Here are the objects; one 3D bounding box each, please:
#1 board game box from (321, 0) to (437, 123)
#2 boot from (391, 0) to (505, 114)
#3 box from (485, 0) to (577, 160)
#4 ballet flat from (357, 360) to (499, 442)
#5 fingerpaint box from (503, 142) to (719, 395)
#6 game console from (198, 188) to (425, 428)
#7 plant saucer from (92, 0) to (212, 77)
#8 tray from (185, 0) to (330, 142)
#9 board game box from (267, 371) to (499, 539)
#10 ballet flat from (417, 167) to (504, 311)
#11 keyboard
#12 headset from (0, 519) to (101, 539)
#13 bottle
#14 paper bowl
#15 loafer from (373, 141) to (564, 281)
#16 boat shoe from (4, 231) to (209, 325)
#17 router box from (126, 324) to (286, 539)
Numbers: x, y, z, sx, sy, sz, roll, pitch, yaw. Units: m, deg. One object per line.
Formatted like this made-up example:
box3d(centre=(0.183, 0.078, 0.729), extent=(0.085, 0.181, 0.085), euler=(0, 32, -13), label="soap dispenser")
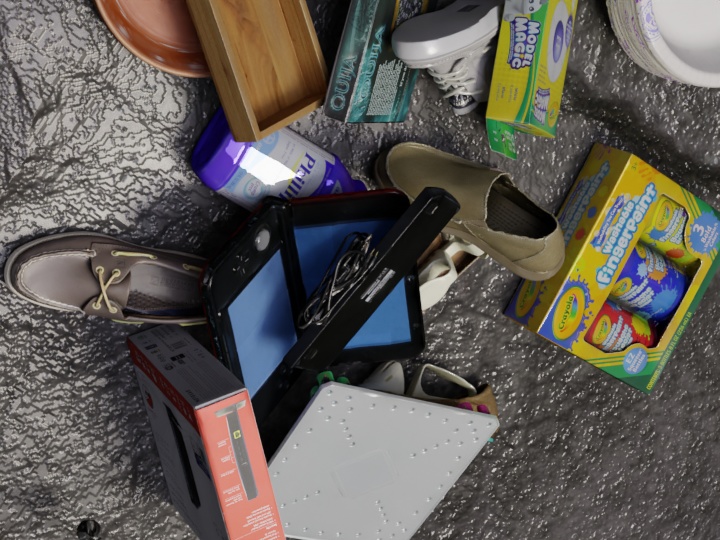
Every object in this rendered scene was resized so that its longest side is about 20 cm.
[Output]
box3d(centre=(0.029, -0.229, 1.276), extent=(0.135, 0.028, 0.202), euler=(-13, 121, -65), label="board game box")
box3d(centre=(0.091, -0.185, 1.303), extent=(0.200, 0.073, 0.096), euler=(-34, 126, -54), label="boot")
box3d(centre=(0.159, -0.203, 1.336), extent=(0.117, 0.048, 0.202), euler=(1, 100, -71), label="box")
box3d(centre=(0.051, 0.127, 1.422), extent=(0.198, 0.068, 0.073), euler=(7, 81, -26), label="ballet flat")
box3d(centre=(0.267, 0.000, 1.475), extent=(0.166, 0.073, 0.201), euler=(29, 91, -28), label="fingerpaint box")
box3d(centre=(-0.038, 0.041, 1.283), extent=(0.173, 0.118, 0.201), euler=(-51, 145, -39), label="game console")
box3d(centre=(-0.139, -0.267, 1.240), extent=(0.199, 0.032, 0.202), euler=(-6, 105, -23), label="plant saucer")
box3d(centre=(-0.094, -0.219, 1.215), extent=(0.098, 0.037, 0.201), euler=(-33, 113, -37), label="tray")
box3d(centre=(0.001, 0.184, 1.377), extent=(0.199, 0.026, 0.201), euler=(14, 125, -30), label="board game box")
box3d(centre=(0.086, -0.015, 1.391), extent=(0.200, 0.067, 0.068), euler=(-48, 118, -6), label="ballet flat")
box3d(centre=(0.000, 0.000, 1.254), extent=(0.200, 0.040, 0.104), euler=(-51, 158, 6), label="keyboard")
box3d(centre=(-0.305, 0.293, 1.279), extent=(0.200, 0.094, 0.124), euler=(-42, 118, 3), label="headset")
box3d(centre=(-0.054, -0.075, 1.311), extent=(0.199, 0.065, 0.084), euler=(30, 96, -28), label="bottle")
box3d(centre=(0.326, -0.284, 1.409), extent=(0.199, 0.104, 0.203), euler=(-7, 107, -23), label="paper bowl")
box3d(centre=(0.106, -0.067, 1.340), extent=(0.199, 0.068, 0.076), euler=(28, 58, 6), label="loafer")
box3d(centre=(-0.207, 0.011, 1.267), extent=(0.198, 0.059, 0.072), euler=(8, 101, -26), label="boat shoe")
box3d(centre=(-0.132, 0.158, 1.262), extent=(0.049, 0.200, 0.181), euler=(-20, 111, -19), label="router box")
